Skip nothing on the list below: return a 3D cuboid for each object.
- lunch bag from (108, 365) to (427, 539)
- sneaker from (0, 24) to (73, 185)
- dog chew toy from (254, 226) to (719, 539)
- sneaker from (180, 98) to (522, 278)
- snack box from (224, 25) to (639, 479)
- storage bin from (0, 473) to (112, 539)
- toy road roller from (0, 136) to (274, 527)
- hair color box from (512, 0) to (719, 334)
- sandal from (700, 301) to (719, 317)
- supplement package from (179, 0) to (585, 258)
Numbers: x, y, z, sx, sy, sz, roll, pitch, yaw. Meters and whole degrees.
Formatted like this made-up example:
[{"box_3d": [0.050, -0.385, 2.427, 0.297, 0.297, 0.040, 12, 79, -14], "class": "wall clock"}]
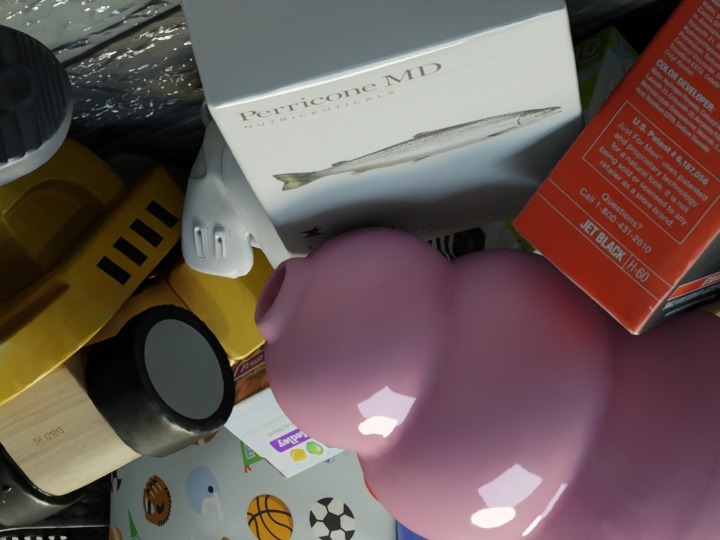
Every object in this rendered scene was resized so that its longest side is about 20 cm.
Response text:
[{"box_3d": [-0.029, 0.118, 1.355, 0.124, 0.171, 0.200, -5, -172, -37], "class": "lunch bag"}, {"box_3d": [-0.190, -0.040, 0.993, 0.199, 0.070, 0.082, -9, 159, 13], "class": "sneaker"}, {"box_3d": [0.055, 0.050, 0.953, 0.200, 0.125, 0.125, 27, 148, -17], "class": "dog chew toy"}, {"box_3d": [0.000, 0.000, 1.070, 0.115, 0.200, 0.075, -22, 174, 41], "class": "sneaker"}, {"box_3d": [0.037, -0.006, 1.175, 0.200, 0.142, 0.053, -28, 118, 38], "class": "snack box"}, {"box_3d": [-0.174, 0.115, 1.474, 0.135, 0.094, 0.200, -28, 160, 38], "class": "storage bin"}, {"box_3d": [-0.114, -0.004, 1.141, 0.123, 0.146, 0.200, -27, -163, 37], "class": "toy road roller"}, {"box_3d": [0.145, -0.077, 0.906, 0.200, 0.061, 0.101, -54, 164, 21], "class": "hair color box"}, {"box_3d": [0.170, 0.003, 1.021, 0.080, 0.054, 0.200, -47, -179, -28], "class": "sandal"}, {"box_3d": [0.007, -0.089, 0.912, 0.117, 0.118, 0.200, -15, 163, 4], "class": "supplement package"}]
